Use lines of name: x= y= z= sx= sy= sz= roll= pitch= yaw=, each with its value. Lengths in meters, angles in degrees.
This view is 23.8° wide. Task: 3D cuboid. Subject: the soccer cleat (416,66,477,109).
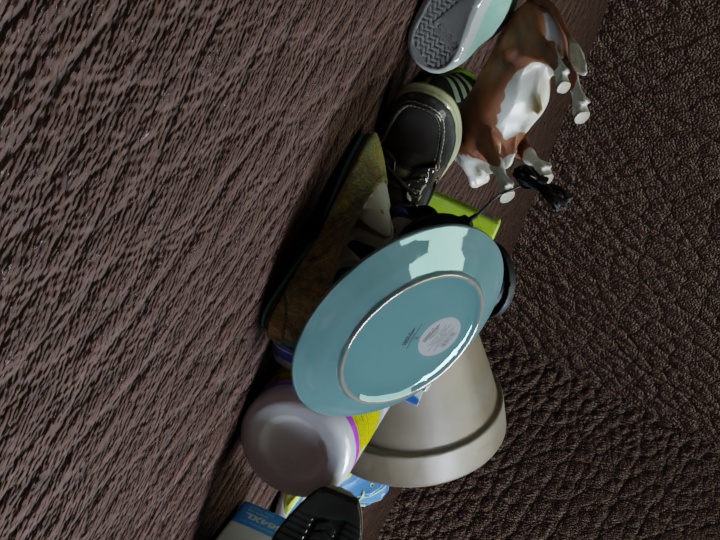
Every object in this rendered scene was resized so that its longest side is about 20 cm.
soccer cleat: x=0.089 y=-0.147 z=1.605 sx=0.200 sy=0.080 sz=0.068 roll=-49 pitch=162 yaw=-65

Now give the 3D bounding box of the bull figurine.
bull figurine: x=0.131 y=-0.136 z=1.477 sx=0.064 sy=0.122 sz=0.201 roll=-5 pitch=134 yaw=-31

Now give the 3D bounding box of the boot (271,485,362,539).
boot: x=-0.040 y=0.253 z=1.502 sx=0.138 sy=0.077 sz=0.202 roll=-57 pitch=171 yaw=-67

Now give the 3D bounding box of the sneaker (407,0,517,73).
sneaker: x=0.113 y=-0.266 z=1.418 sx=0.201 sy=0.073 sz=0.118 roll=-59 pitch=170 yaw=32

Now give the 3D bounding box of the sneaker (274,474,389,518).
sneaker: x=-0.026 y=0.246 z=1.940 sx=0.076 sy=0.104 sz=0.201 roll=106 pitch=11 yaw=-51

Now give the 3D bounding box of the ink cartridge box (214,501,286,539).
ink cartridge box: x=-0.126 y=0.329 z=1.582 sx=0.200 sy=0.084 sz=0.147 roll=-45 pitch=157 yaw=-66

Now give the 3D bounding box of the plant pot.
plant pot: x=0.050 y=0.093 z=1.751 sx=0.200 sy=0.198 sz=0.175 roll=-56 pitch=149 yaw=-50

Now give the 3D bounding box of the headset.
headset: x=0.090 y=0.001 z=1.411 sx=0.201 sy=0.094 sz=0.123 roll=-56 pitch=139 yaw=3

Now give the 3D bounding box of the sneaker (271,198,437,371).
sneaker: x=0.001 y=0.000 z=1.448 sx=0.199 sy=0.080 sz=0.116 roll=-34 pitch=127 yaw=-30

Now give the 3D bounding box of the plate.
plate: x=0.036 y=0.048 z=1.352 sx=0.198 sy=0.026 sz=0.201 roll=-24 pitch=141 yaw=-21

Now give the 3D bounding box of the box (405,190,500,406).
box: x=0.040 y=0.020 z=1.631 sx=0.048 sy=0.121 sz=0.202 roll=-39 pitch=152 yaw=-81

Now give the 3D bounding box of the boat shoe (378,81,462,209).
boat shoe: x=0.040 y=-0.082 z=1.498 sx=0.201 sy=0.072 sz=0.065 roll=104 pitch=8 yaw=-54

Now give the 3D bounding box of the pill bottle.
pill bottle: x=-0.026 y=0.109 z=1.520 sx=0.200 sy=0.103 sz=0.105 roll=-54 pitch=166 yaw=-59

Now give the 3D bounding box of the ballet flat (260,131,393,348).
ballet flat: x=-0.011 y=-0.019 z=1.374 sx=0.071 sy=0.070 sz=0.201 roll=99 pitch=17 yaw=-63
